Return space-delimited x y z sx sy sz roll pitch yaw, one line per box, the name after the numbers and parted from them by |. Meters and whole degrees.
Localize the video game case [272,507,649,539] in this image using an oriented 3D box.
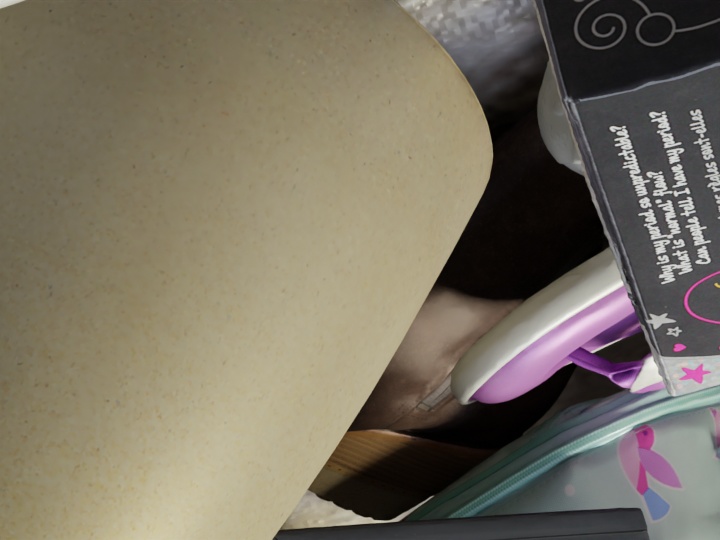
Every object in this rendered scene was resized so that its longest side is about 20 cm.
-0.028 0.109 0.898 0.143 0.019 0.200 0 162 -39 | video game case

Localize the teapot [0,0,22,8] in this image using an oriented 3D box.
-0.134 -0.133 0.625 0.200 0.197 0.147 -21 115 -37 | teapot

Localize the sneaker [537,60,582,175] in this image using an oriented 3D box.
0.153 -0.061 0.877 0.199 0.077 0.081 -15 155 8 | sneaker

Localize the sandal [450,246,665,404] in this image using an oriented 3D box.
0.117 0.006 0.906 0.202 0.050 0.082 -23 162 -33 | sandal

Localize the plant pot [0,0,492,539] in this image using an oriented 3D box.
-0.085 0.027 0.758 0.187 0.200 0.187 17 154 9 | plant pot

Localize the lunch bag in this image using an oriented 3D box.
0.103 0.089 1.017 0.160 0.077 0.200 -39 161 33 | lunch bag

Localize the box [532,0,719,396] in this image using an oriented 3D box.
0.092 -0.093 0.696 0.114 0.200 0.132 -15 145 8 | box

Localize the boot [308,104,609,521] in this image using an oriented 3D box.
0.000 0.000 0.933 0.200 0.072 0.166 21 123 -42 | boot
